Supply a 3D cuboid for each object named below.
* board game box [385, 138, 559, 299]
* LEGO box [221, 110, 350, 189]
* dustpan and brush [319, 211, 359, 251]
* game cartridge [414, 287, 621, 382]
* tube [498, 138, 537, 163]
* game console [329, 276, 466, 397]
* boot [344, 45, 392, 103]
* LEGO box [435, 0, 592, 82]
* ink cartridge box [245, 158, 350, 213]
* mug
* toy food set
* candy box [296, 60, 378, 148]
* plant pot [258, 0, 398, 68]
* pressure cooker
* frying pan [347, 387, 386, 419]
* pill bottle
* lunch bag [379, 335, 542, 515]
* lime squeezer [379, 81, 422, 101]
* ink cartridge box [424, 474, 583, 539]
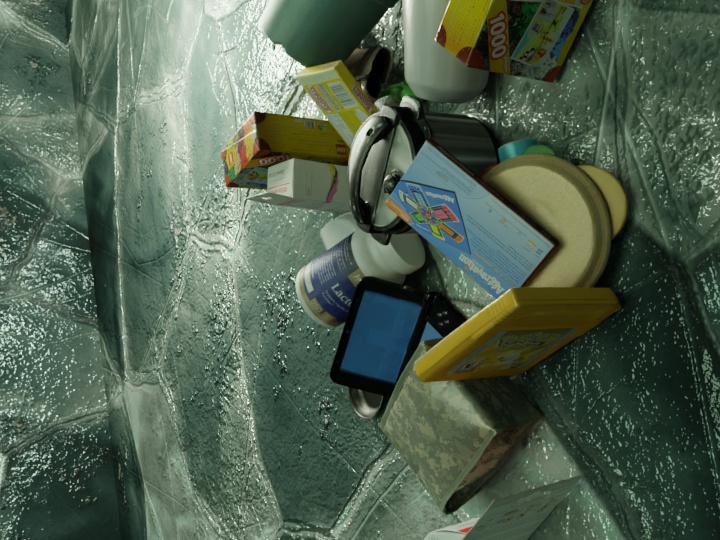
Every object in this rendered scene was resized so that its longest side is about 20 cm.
[{"bbox_3d":[0.131,-0.059,0.946,0.200,0.019,0.103,42,119,13],"label":"board game box"},{"bbox_3d":[-0.127,-0.207,1.394,0.149,0.200,0.077,-34,62,53],"label":"LEGO box"},{"bbox_3d":[0.012,-0.057,1.324,0.200,0.057,0.140,-45,65,55],"label":"dustpan and brush"},{"bbox_3d":[0.187,0.078,0.926,0.200,0.176,0.032,-45,53,48],"label":"game cartridge"},{"bbox_3d":[0.222,-0.066,0.997,0.077,0.050,0.200,-21,78,53],"label":"tube"},{"bbox_3d":[0.061,0.133,1.177,0.172,0.119,0.200,47,128,47],"label":"game console"},{"bbox_3d":[0.001,-0.345,1.305,0.146,0.070,0.200,-9,70,56],"label":"boot"},{"bbox_3d":[0.199,-0.339,0.919,0.077,0.149,0.200,54,133,42],"label":"LEGO box"},{"bbox_3d":[-0.083,-0.143,1.312,0.116,0.200,0.068,-3,84,61],"label":"ink cartridge box"},{"bbox_3d":[0.132,-0.321,1.084,0.149,0.187,0.153,16,116,23],"label":"mug"},{"bbox_3d":[0.212,-0.050,0.949,0.198,0.049,0.200,27,113,31],"label":"toy food set"},{"bbox_3d":[-0.009,-0.240,1.225,0.102,0.200,0.026,9,56,52],"label":"candy box"},{"bbox_3d":[-0.050,-0.430,1.228,0.196,0.200,0.200,-51,47,21],"label":"plant pot"},{"bbox_3d":[0.076,-0.138,1.078,0.179,0.200,0.176,-29,69,54],"label":"pressure cooker"},{"bbox_3d":[0.011,0.159,1.335,0.115,0.031,0.190,-19,71,56],"label":"frying pan"},{"bbox_3d":[0.000,0.000,1.243,0.200,0.116,0.116,-34,60,32],"label":"pill bottle"},{"bbox_3d":[0.123,0.213,1.066,0.164,0.117,0.200,50,129,30],"label":"lunch bag"},{"bbox_3d":[0.069,-0.269,1.244,0.200,0.038,0.071,-130,32,-48],"label":"lime squeezer"},{"bbox_3d":[0.166,0.314,0.974,0.050,0.161,0.200,54,133,38],"label":"ink cartridge box"}]
